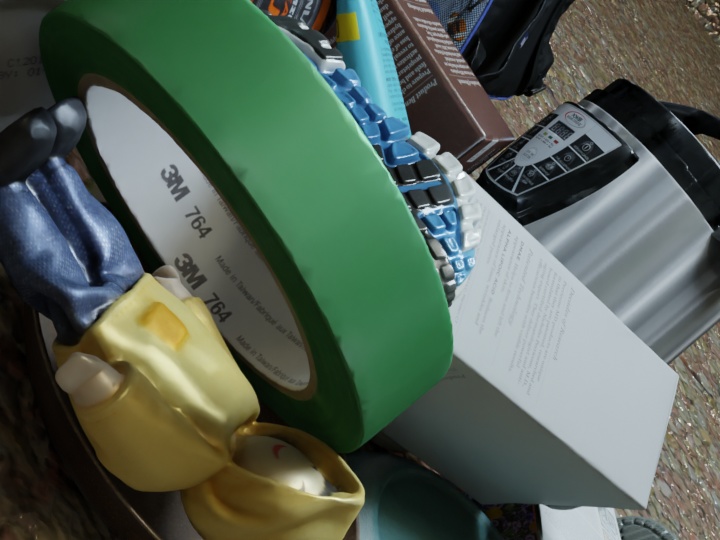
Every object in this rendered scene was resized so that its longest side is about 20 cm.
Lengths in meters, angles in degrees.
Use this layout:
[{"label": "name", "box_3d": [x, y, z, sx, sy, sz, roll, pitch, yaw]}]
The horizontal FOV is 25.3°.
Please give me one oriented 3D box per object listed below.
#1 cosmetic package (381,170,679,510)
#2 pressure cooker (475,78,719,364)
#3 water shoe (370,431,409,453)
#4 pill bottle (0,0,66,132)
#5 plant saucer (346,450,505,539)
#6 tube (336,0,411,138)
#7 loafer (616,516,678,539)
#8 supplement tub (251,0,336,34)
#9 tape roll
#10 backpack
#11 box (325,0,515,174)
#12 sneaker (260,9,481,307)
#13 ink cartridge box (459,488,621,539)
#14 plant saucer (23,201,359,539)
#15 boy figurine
[{"label": "cosmetic package", "box_3d": [0.055, 0.041, 0.778, 0.200, 0.112, 0.082, 39, 60, -40]}, {"label": "pressure cooker", "box_3d": [0.174, -0.027, 1.063, 0.176, 0.199, 0.179, 51, 1, 12]}, {"label": "water shoe", "box_3d": [0.000, 0.000, 0.871, 0.071, 0.079, 0.202, 22, 38, -52]}, {"label": "pill bottle", "box_3d": [-0.174, -0.164, 0.710, 0.108, 0.108, 0.202, 23, 37, -53]}, {"label": "plant saucer", "box_3d": [0.048, 0.172, 0.792, 0.200, 0.027, 0.201, 44, 23, -24]}, {"label": "tube", "box_3d": [0.007, -0.100, 0.957, 0.077, 0.050, 0.203, -119, -159, -86]}, {"label": "loafer", "box_3d": [0.171, 0.231, 0.926, 0.201, 0.074, 0.070, -103, 180, -47]}, {"label": "supplement tub", "box_3d": [-0.080, -0.170, 0.918, 0.108, 0.107, 0.200, 58, 22, 10]}, {"label": "tape roll", "box_3d": [-0.046, -0.024, 0.617, 0.201, 0.048, 0.201, 47, -19, 22]}, {"label": "backpack", "box_3d": [0.114, -0.249, 1.328, 0.154, 0.191, 0.200, 42, 19, 14]}, {"label": "box", "box_3d": [0.004, -0.140, 1.059, 0.201, 0.100, 0.075, 59, 22, 11]}, {"label": "sneaker", "box_3d": [-0.016, -0.033, 0.705, 0.074, 0.087, 0.200, -3, 37, -32]}, {"label": "ink cartridge box", "box_3d": [0.102, 0.127, 0.928, 0.109, 0.050, 0.201, 47, 22, -29]}, {"label": "plant saucer", "box_3d": [-0.075, 0.062, 0.688, 0.200, 0.032, 0.201, 44, 25, -26]}, {"label": "boy figurine", "box_3d": [-0.077, 0.035, 0.598, 0.201, 0.064, 0.124, 52, 15, 0]}]
